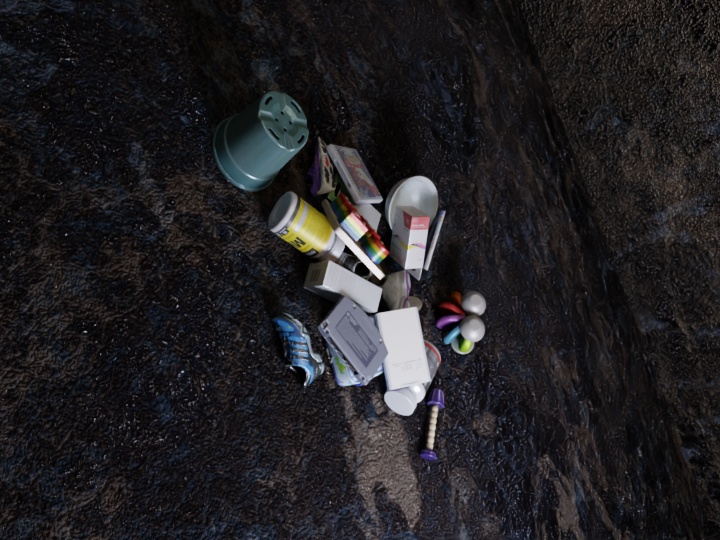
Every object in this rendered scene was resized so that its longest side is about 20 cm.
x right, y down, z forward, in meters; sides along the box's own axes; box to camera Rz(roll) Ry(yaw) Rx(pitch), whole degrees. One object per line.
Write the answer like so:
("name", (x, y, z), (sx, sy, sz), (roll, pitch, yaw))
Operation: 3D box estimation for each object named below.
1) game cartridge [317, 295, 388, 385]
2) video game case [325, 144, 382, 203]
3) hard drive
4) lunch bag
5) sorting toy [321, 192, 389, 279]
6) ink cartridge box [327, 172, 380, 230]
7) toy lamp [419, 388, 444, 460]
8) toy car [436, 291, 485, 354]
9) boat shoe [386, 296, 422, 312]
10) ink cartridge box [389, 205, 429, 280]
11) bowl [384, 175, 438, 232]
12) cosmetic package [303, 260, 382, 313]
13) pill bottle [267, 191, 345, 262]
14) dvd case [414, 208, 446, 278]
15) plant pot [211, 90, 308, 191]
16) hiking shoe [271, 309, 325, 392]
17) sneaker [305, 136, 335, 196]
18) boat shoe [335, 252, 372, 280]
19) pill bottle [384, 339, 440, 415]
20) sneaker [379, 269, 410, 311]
("game cartridge", (-0.014, 0.174, 1.412), (0.202, 0.040, 0.133), (53, 54, -13))
("video game case", (-0.014, -0.285, 1.629), (0.186, 0.023, 0.199), (62, 22, 5))
("hard drive", (0.115, 0.212, 1.502), (0.127, 0.025, 0.208), (-7, 80, -22))
("lunch bag", (0.000, 0.219, 1.490), (0.196, 0.081, 0.166), (-15, 85, -46))
("sorting toy", (-0.005, -0.104, 1.481), (0.199, 0.069, 0.201), (46, 9, -29))
("ink cartridge box", (-0.032, -0.178, 1.614), (0.199, 0.058, 0.106), (41, 49, -27))
("toy lamp", (0.217, 0.457, 1.641), (0.058, 0.057, 0.206), (33, 58, -31))
("toy car", (0.321, 0.165, 1.793), (0.144, 0.176, 0.207), (11, 63, -3))
("boat shoe", (0.120, 0.136, 1.667), (0.066, 0.058, 0.198), (38, 36, 20))
("ink cartridge box", (0.145, -0.083, 1.677), (0.065, 0.116, 0.207), (-4, 112, -23))
("bowl", (0.148, -0.211, 1.756), (0.195, 0.090, 0.208), (-15, 118, -28))
("cosmetic package", (-0.046, 0.048, 1.485), (0.197, 0.100, 0.074), (29, 69, -35))
("pill bottle", (-0.138, -0.106, 1.446), (0.198, 0.113, 0.118), (34, 54, -30))
("dvd case", (0.221, -0.082, 1.746), (0.017, 0.143, 0.207), (19, 78, -1))
("plant pot", (-0.240, -0.333, 1.369), (0.196, 0.193, 0.208), (18, 62, -38))
("hiking shoe", (-0.162, 0.193, 1.345), (0.203, 0.073, 0.087), (57, 45, -13))
("sneaker", (-0.122, -0.299, 1.563), (0.081, 0.081, 0.205), (45, 32, -44))
("boat shoe", (0.000, 0.000, 1.538), (0.198, 0.070, 0.074), (9, 106, -63))
("pill bottle", (0.149, 0.307, 1.583), (0.117, 0.114, 0.201), (51, 48, -17))
("sneaker", (0.099, 0.089, 1.619), (0.204, 0.096, 0.076), (-82, 158, -44))
